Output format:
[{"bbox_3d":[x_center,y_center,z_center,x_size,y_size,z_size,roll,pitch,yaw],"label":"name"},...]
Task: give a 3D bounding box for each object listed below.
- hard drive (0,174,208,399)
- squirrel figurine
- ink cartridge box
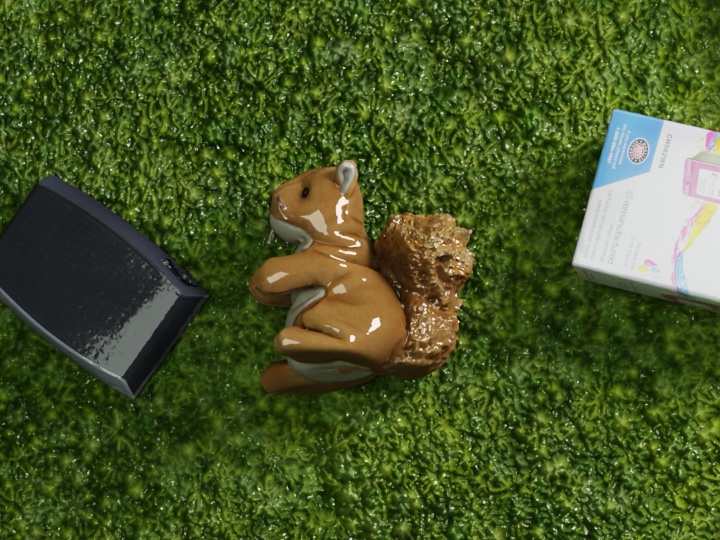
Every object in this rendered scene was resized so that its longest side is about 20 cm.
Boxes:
[{"bbox_3d":[-0.255,0.012,1.874,0.200,0.042,0.135,37,91,16],"label":"hard drive"},{"bbox_3d":[0.000,0.000,1.787,0.199,0.142,0.187,-2,70,-1],"label":"squirrel figurine"},{"bbox_3d":[0.298,-0.043,1.730,0.199,0.085,0.145,14,85,14],"label":"ink cartridge box"}]
